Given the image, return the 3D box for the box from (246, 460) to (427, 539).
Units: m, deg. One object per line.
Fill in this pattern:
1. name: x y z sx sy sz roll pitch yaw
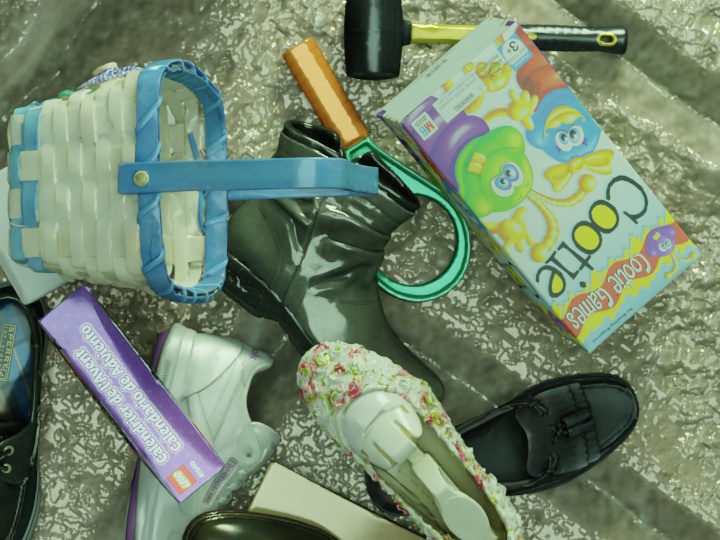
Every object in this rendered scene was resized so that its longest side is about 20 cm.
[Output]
1. box: -0.035 0.256 1.625 0.163 0.021 0.201 27 89 -9

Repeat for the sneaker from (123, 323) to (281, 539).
1. sneaker: -0.108 0.141 1.605 0.099 0.075 0.202 9 91 -6

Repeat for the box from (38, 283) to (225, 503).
1. box: -0.143 0.079 1.472 0.039 0.200 0.137 -38 90 -7

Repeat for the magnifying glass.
1. magnifying glass: 0.007 -0.069 1.636 0.079 0.022 0.201 -31 90 -1

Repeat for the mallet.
1. mallet: 0.085 -0.152 1.633 0.199 0.041 0.066 9 90 -6

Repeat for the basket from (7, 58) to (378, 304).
1. basket: -0.096 -0.051 1.359 0.198 0.176 0.140 2 89 7

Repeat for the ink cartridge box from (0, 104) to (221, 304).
1. ink cartridge box: -0.170 -0.051 1.542 0.144 0.200 0.084 -30 94 -2

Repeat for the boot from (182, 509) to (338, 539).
1. boot: -0.023 0.218 1.561 0.199 0.097 0.075 27 90 -12

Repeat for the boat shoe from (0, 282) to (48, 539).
1. boat shoe: -0.249 0.108 1.609 0.068 0.057 0.202 5 90 -2

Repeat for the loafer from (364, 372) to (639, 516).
1. loafer: 0.100 0.125 1.617 0.199 0.063 0.072 -19 91 -2

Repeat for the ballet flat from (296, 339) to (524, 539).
1. ballet flat: 0.039 0.123 1.548 0.200 0.064 0.076 44 94 -14

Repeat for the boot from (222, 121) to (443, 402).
1. boot: 0.000 0.000 1.589 0.200 0.068 0.131 38 107 0

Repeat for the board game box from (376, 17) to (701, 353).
1. board game box: 0.118 -0.059 1.582 0.105 0.103 0.200 -41 101 -1
